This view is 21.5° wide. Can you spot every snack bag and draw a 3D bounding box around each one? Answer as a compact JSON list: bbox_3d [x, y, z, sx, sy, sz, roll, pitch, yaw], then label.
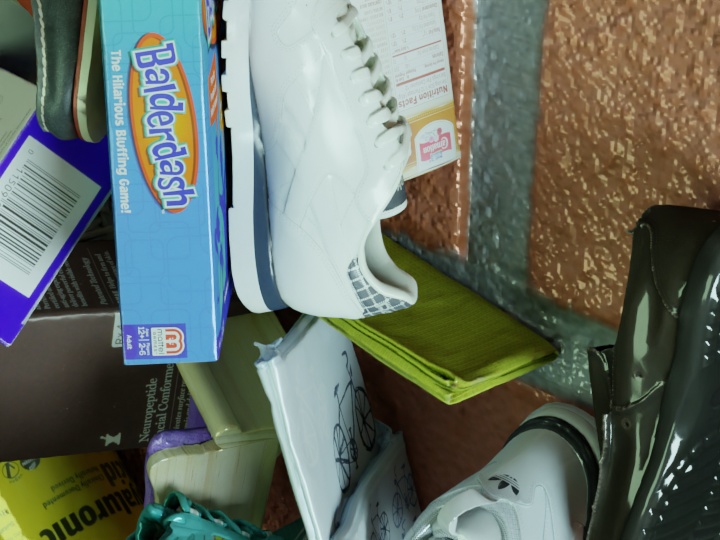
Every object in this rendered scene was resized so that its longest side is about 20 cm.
[{"bbox_3d":[0.000,0.110,0.941,0.021,0.189,0.201,-14,99,12],"label":"snack bag"}]

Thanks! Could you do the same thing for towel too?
[{"bbox_3d":[0.000,0.000,0.948,0.200,0.086,0.018,34,126,32],"label":"towel"}]

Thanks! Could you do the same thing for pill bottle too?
[{"bbox_3d":[-0.174,0.189,1.196,0.200,0.111,0.111,57,138,11],"label":"pill bottle"}]

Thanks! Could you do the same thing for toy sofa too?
[{"bbox_3d":[-0.089,0.122,1.030,0.201,0.097,0.083,102,149,-42],"label":"toy sofa"}]

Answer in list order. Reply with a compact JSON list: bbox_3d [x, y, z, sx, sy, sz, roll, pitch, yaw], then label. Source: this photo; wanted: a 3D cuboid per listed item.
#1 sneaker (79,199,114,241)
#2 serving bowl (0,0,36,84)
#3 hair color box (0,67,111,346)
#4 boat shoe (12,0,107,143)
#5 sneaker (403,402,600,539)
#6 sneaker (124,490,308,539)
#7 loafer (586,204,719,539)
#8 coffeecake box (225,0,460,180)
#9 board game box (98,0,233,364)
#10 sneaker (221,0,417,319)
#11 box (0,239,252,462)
[{"bbox_3d":[-0.184,-0.050,1.136,0.200,0.075,0.087,49,130,20],"label":"sneaker"},{"bbox_3d":[-0.153,-0.197,0.971,0.065,0.200,0.201,-4,106,13],"label":"serving bowl"},{"bbox_3d":[-0.206,-0.049,0.939,0.200,0.065,0.110,27,81,49],"label":"hair color box"},{"bbox_3d":[-0.139,-0.152,0.849,0.071,0.062,0.201,91,177,-77],"label":"boat shoe"},{"bbox_3d":[0.063,0.168,0.929,0.075,0.115,0.201,28,125,32],"label":"sneaker"},{"bbox_3d":[-0.075,0.145,0.935,0.077,0.199,0.080,-31,78,42],"label":"sneaker"},{"bbox_3d":[0.137,0.056,0.848,0.071,0.073,0.201,38,127,42],"label":"loafer"},{"bbox_3d":[-0.040,-0.147,0.935,0.153,0.073,0.201,8,112,43],"label":"coffeecake box"},{"bbox_3d":[-0.084,-0.077,0.844,0.045,0.152,0.201,-2,106,0],"label":"board game box"},{"bbox_3d":[-0.015,-0.075,0.851,0.080,0.076,0.201,4,114,17],"label":"sneaker"},{"bbox_3d":[-0.156,0.042,1.040,0.075,0.199,0.101,-121,35,-49],"label":"box"}]
